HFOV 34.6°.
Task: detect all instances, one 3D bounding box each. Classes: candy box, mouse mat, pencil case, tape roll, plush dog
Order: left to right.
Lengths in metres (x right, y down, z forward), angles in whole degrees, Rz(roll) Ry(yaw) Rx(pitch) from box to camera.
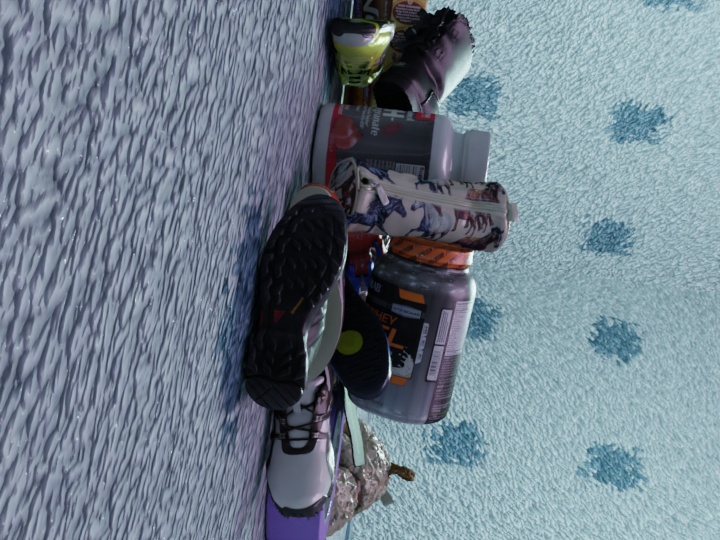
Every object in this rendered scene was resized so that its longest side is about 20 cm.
[{"bbox_3d":[-0.064,0.230,1.389,0.200,0.065,0.202,7,90,-85],"label":"tape roll"},{"bbox_3d":[-0.031,0.294,1.572,0.172,0.160,0.201,-38,141,-50],"label":"plush dog"},{"bbox_3d":[-0.017,0.135,1.387,0.161,0.007,0.202,61,18,-81],"label":"mouse mat"},{"bbox_3d":[0.030,-0.281,1.506,0.117,0.056,0.202,-149,-118,-61],"label":"candy box"},{"bbox_3d":[0.067,-0.070,1.249,0.089,0.198,0.078,177,-80,-70],"label":"pencil case"}]

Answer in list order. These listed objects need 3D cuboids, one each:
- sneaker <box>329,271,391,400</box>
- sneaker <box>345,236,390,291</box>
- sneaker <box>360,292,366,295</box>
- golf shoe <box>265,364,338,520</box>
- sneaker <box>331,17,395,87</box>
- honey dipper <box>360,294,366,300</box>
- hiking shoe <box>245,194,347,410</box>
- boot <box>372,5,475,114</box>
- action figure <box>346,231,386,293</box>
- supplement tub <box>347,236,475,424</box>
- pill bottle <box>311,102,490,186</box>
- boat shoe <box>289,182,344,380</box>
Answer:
[{"bbox_3d":[-0.014,0.070,1.246,0.079,0.066,0.201,76,-12,-49],"label":"sneaker"},{"bbox_3d":[0.020,-0.074,1.461,0.200,0.076,0.115,-69,173,-53],"label":"sneaker"},{"bbox_3d":[-0.006,0.020,1.590,0.078,0.077,0.201,-121,-144,-55],"label":"sneaker"},{"bbox_3d":[-0.067,0.162,1.229,0.095,0.077,0.201,80,8,-51],"label":"golf shoe"},{"bbox_3d":[0.003,-0.257,1.368,0.200,0.075,0.077,-45,141,-82],"label":"sneaker"},{"bbox_3d":[-0.031,0.098,1.545,0.200,0.038,0.038,121,-17,-51],"label":"honey dipper"},{"bbox_3d":[-0.064,0.028,1.068,0.101,0.075,0.201,126,-19,-81],"label":"hiking shoe"},{"bbox_3d":[0.088,-0.216,1.449,0.163,0.073,0.199,-55,143,-33],"label":"boot"},{"bbox_3d":[0.000,0.000,1.363,0.052,0.065,0.201,-95,179,-53],"label":"action figure"},{"bbox_3d":[0.061,0.063,1.315,0.123,0.122,0.202,-61,163,-79],"label":"supplement tub"},{"bbox_3d":[0.048,-0.130,1.341,0.111,0.198,0.112,6,90,-87],"label":"pill bottle"},{"bbox_3d":[-0.050,0.011,1.184,0.063,0.071,0.202,-72,165,-83],"label":"boat shoe"}]
